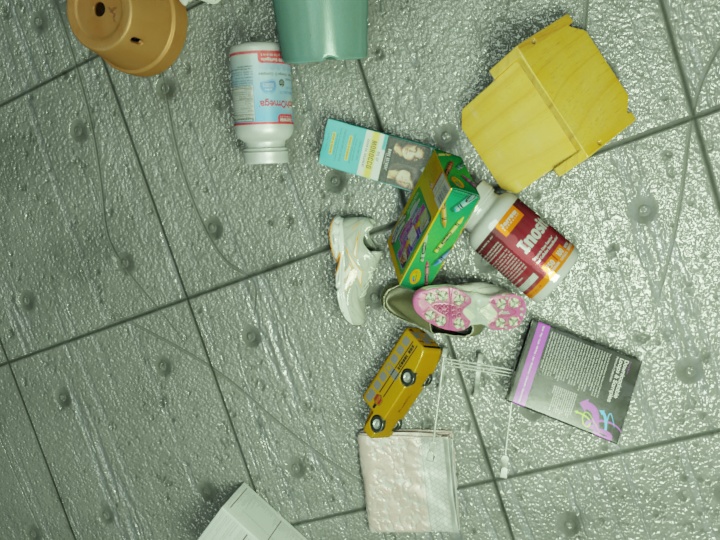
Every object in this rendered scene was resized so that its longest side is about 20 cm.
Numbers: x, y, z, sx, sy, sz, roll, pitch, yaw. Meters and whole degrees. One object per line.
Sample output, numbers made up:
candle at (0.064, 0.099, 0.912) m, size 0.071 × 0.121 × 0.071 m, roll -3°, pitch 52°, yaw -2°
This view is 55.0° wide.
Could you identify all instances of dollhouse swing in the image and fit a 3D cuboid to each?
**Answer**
dollhouse swing at (0.299, -0.260, 1.141) m, size 0.180 × 0.176 × 0.202 m, roll -35°, pitch 89°, yaw -23°

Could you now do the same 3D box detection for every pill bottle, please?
pill bottle at (-0.173, -0.294, 1.231) m, size 0.106 × 0.109 × 0.206 m, roll 0°, pitch 101°, yaw 16°
pill bottle at (0.253, -0.052, 1.149) m, size 0.199 × 0.113 × 0.114 m, roll 40°, pitch 108°, yaw 5°

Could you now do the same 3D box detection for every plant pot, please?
plant pot at (-0.436, -0.465, 1.260) m, size 0.195 × 0.140 × 0.206 m, roll 3°, pitch 100°, yaw 16°
plant pot at (-0.066, -0.449, 1.138) m, size 0.195 × 0.200 × 0.201 m, roll 1°, pitch 108°, yaw 15°

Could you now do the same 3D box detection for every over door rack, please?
over door rack at (0.201, 0.249, 1.233) m, size 0.144 × 0.067 × 0.205 m, roll 7°, pitch 81°, yaw 14°

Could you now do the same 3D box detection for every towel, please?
towel at (0.093, 0.404, 1.320) m, size 0.186 × 0.032 × 0.206 m, roll -4°, pitch 98°, yaw 17°

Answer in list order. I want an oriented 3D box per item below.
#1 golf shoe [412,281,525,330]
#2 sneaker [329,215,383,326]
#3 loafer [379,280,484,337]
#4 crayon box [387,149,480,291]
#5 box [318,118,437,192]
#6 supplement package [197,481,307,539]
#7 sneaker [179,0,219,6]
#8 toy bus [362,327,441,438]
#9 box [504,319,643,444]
golf shoe at (0.178, 0.055, 1.176) m, size 0.195 × 0.092 × 0.077 m, roll 7°, pitch 109°, yaw -12°
sneaker at (0.000, 0.000, 1.254) m, size 0.090 × 0.076 × 0.205 m, roll -6°, pitch 99°, yaw 12°
loafer at (0.126, 0.069, 1.230) m, size 0.195 × 0.070 × 0.077 m, roll 14°, pitch 104°, yaw 13°
crayon box at (0.116, -0.081, 1.151) m, size 0.057 × 0.120 × 0.202 m, roll 13°, pitch 125°, yaw -20°
box at (0.030, -0.202, 1.220) m, size 0.196 × 0.049 × 0.084 m, roll 18°, pitch 104°, yaw 13°
supplement package at (-0.210, 0.552, 1.389) m, size 0.199 × 0.114 × 0.110 m, roll 40°, pitch 106°, yaw 6°
sneaker at (-0.248, -0.528, 1.241) m, size 0.195 × 0.071 × 0.082 m, roll -3°, pitch 122°, yaw 13°
toy bus at (0.068, 0.209, 1.264) m, size 0.078 × 0.064 × 0.202 m, roll 44°, pitch 111°, yaw 35°
box at (0.360, 0.188, 1.172) m, size 0.196 × 0.036 × 0.146 m, roll 21°, pitch 84°, yaw 8°
